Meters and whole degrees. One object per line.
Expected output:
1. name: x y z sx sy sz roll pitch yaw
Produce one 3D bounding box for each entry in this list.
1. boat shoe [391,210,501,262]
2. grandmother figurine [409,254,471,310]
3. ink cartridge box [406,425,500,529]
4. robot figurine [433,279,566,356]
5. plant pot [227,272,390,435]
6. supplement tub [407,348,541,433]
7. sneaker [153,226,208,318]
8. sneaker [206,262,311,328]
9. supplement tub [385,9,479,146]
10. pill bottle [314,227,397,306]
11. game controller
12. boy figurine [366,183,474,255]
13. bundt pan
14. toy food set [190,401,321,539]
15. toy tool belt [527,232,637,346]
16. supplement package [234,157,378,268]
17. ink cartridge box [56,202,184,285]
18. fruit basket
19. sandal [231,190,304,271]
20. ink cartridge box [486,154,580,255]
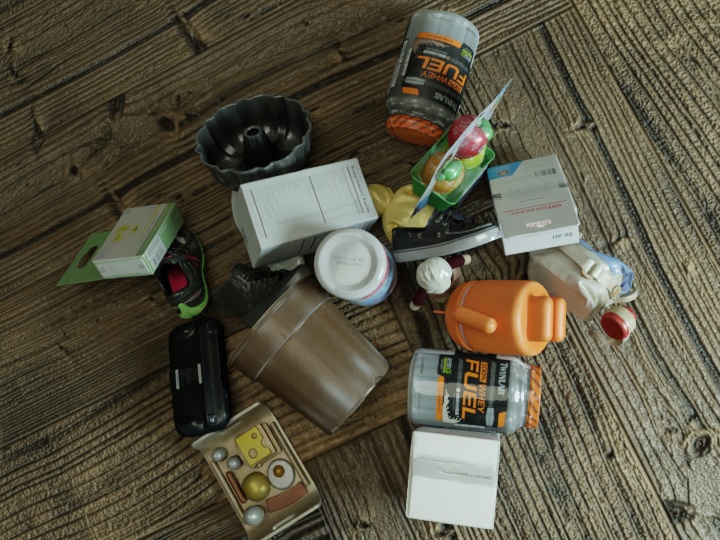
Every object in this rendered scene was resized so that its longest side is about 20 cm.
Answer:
1. boat shoe: 0.124 -0.059 1.217 0.200 0.070 0.066 -10 96 49
2. grandmother figurine: 0.119 0.014 1.230 0.061 0.200 0.121 36 90 13
3. ink cartridge box: 0.141 0.305 1.191 0.128 0.200 0.125 4 84 11
4. robot figurine: 0.213 0.071 1.219 0.200 0.144 0.117 0 125 43
5. plant pot: -0.073 0.143 1.262 0.198 0.200 0.200 42 92 5
6. supplement tub: 0.178 0.188 1.239 0.200 0.123 0.123 3 84 10
7. sneaker: -0.311 -0.013 1.351 0.077 0.084 0.200 -31 53 6
8. sneaker: -0.177 0.024 1.330 0.104 0.060 0.200 49 121 1
9. supplement tub: 0.114 -0.315 1.311 0.122 0.123 0.200 15 86 11
10. pill bottle: 0.000 0.000 1.253 0.109 0.200 0.109 -1 83 10
11. game controller: -0.277 0.179 1.350 0.104 0.042 0.200 -18 66 22
12. boy figurine: 0.084 -0.086 1.318 0.200 0.064 0.124 22 84 13
13. bundt pan: -0.172 -0.207 1.341 0.202 0.076 0.202 -7 48 8
14. toy food set: -0.174 0.337 1.314 0.143 0.060 0.200 -33 79 5
15. toy tool belt: 0.364 0.012 1.224 0.123 0.125 0.200 -34 53 -23
16. supplement package: -0.090 -0.092 1.289 0.200 0.110 0.114 -15 78 -18
17. ink cartridge box: -0.417 -0.045 1.354 0.200 0.048 0.146 -5 40 19
18. fruit basket: 0.159 -0.179 1.220 0.094 0.200 0.185 40 63 2
19. sandal: -0.160 -0.070 1.370 0.082 0.050 0.203 -32 80 22
20. ink cartridge box: 0.267 -0.092 1.226 0.116 0.067 0.200 -10 37 9
